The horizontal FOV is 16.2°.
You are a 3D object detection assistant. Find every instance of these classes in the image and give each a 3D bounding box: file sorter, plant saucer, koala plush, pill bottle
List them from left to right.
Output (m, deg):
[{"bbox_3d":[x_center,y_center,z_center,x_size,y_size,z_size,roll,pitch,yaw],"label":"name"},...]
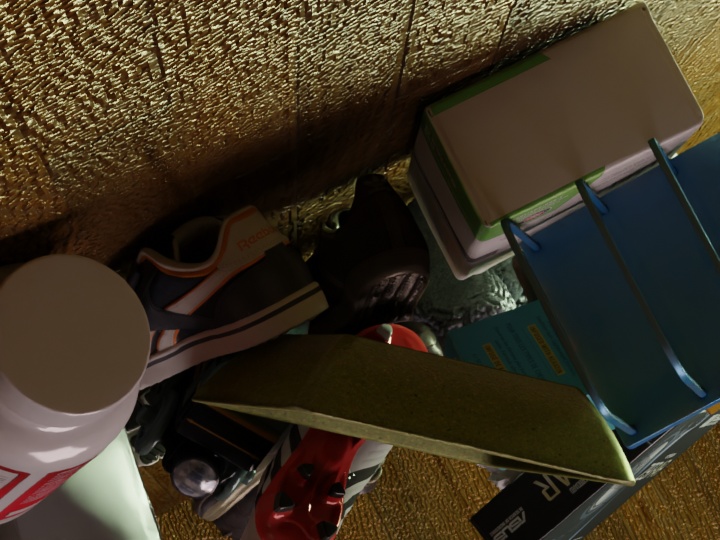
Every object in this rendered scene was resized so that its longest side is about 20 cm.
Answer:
[{"bbox_3d":[-0.183,0.062,1.336,0.112,0.112,0.200,-23,172,-30],"label":"pill bottle"},{"bbox_3d":[0.029,0.073,1.406,0.200,0.048,0.200,14,175,-19],"label":"plant saucer"},{"bbox_3d":[0.117,0.041,1.767,0.177,0.200,0.184,-45,-151,-20],"label":"koala plush"},{"bbox_3d":[0.199,-0.011,1.419,0.200,0.139,0.123,-29,166,8],"label":"file sorter"}]

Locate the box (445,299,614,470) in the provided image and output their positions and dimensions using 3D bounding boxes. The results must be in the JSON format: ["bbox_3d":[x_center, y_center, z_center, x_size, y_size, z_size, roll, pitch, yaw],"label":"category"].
[{"bbox_3d":[0.159,0.049,1.572,0.200,0.082,0.049,-19,142,-15],"label":"box"}]

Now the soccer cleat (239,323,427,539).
[{"bbox_3d":[-0.019,0.110,1.542,0.085,0.069,0.200,-43,-168,48],"label":"soccer cleat"}]

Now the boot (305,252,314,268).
[{"bbox_3d":[-0.060,0.049,1.823,0.151,0.073,0.200,-35,180,0],"label":"boot"}]

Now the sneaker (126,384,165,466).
[{"bbox_3d":[-0.154,0.104,1.941,0.200,0.077,0.085,-23,178,-24],"label":"sneaker"}]

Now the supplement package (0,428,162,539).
[{"bbox_3d":[-0.254,0.203,1.693,0.200,0.191,0.147,-28,164,29],"label":"supplement package"}]

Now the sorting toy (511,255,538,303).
[{"bbox_3d":[0.197,-0.006,1.634,0.185,0.036,0.200,-29,144,-1],"label":"sorting toy"}]

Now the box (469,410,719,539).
[{"bbox_3d":[0.171,0.130,1.741,0.160,0.044,0.200,-42,167,13],"label":"box"}]

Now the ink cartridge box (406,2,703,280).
[{"bbox_3d":[0.112,-0.074,1.533,0.145,0.084,0.200,-26,174,-6],"label":"ink cartridge box"}]

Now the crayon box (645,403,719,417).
[{"bbox_3d":[0.228,-0.005,1.515,0.200,0.126,0.052,-34,150,7],"label":"crayon box"}]

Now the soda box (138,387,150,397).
[{"bbox_3d":[-0.228,0.084,1.535,0.200,0.063,0.068,-22,172,-32],"label":"soda box"}]

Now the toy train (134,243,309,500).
[{"bbox_3d":[-0.077,0.060,1.598,0.114,0.085,0.200,-51,-167,28],"label":"toy train"}]

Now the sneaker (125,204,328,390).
[{"bbox_3d":[-0.098,0.015,1.463,0.078,0.079,0.200,-31,-175,-41],"label":"sneaker"}]

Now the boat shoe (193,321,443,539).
[{"bbox_3d":[-0.019,0.110,1.653,0.200,0.073,0.075,-38,-163,16],"label":"boat shoe"}]

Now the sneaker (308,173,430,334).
[{"bbox_3d":[0.000,0.000,1.655,0.070,0.076,0.200,-7,163,-20],"label":"sneaker"}]
